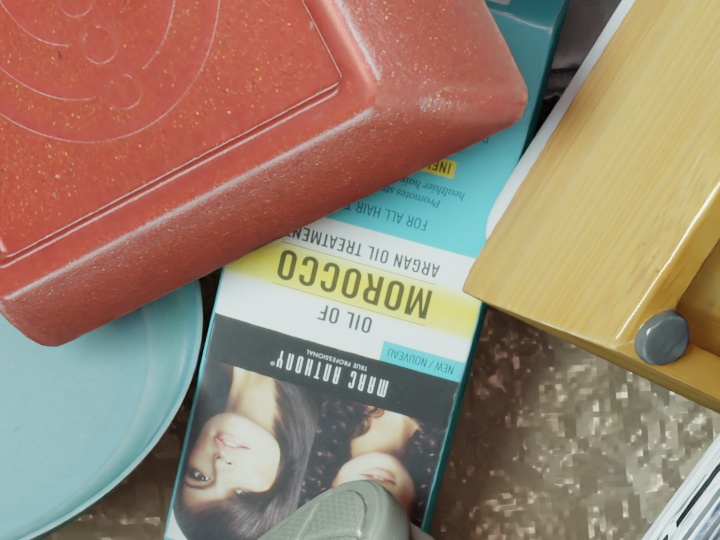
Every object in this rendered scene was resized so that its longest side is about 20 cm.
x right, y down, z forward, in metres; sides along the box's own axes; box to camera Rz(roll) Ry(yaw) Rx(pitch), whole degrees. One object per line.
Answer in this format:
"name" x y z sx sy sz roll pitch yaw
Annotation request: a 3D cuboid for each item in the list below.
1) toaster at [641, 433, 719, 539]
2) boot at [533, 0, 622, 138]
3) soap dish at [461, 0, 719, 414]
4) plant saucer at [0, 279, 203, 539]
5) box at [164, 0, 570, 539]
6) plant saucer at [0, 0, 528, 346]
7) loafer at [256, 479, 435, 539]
"toaster" 0.150 0.080 0.669 0.129 0.114 0.200 38 107 14
"boot" 0.099 -0.113 0.845 0.200 0.070 0.132 -8 78 -1
"soap dish" 0.150 -0.017 0.761 0.200 0.081 0.157 25 104 -32
"plant saucer" -0.150 0.022 0.817 0.200 0.027 0.200 2 47 -3
"box" 0.000 0.000 0.803 0.082 0.049 0.200 15 113 5
"plant saucer" -0.079 -0.091 0.726 0.200 0.037 0.200 -25 94 36
"loafer" -0.048 0.142 0.814 0.200 0.072 0.063 -37 115 24
